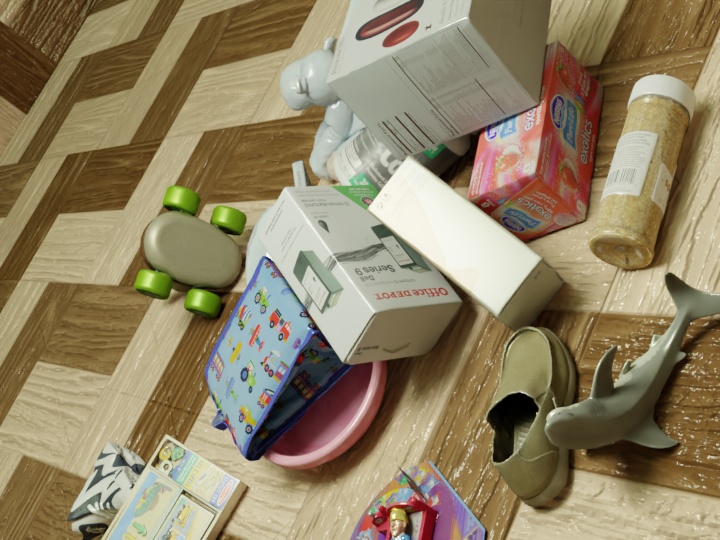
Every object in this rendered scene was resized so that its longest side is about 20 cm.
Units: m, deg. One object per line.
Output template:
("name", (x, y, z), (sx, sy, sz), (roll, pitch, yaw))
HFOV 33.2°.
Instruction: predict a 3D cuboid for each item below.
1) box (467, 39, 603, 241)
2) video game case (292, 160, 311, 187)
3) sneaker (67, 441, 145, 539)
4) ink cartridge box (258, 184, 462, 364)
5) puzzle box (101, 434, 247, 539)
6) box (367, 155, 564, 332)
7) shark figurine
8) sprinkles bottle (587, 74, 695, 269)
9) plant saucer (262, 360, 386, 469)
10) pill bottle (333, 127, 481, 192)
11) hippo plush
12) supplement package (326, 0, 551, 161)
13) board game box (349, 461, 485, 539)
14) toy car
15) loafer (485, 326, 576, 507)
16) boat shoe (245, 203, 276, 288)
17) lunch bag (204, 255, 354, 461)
("box", (0.200, -0.146, 1.373), (0.102, 0.094, 0.201), (-20, 43, 42))
("video game case", (-0.054, -0.033, 1.562), (0.018, 0.144, 0.201), (-16, 35, 3))
("sneaker", (-0.336, 0.328, 1.646), (0.130, 0.079, 0.199), (-59, 36, 0))
("ink cartridge box", (0.000, 0.000, 1.366), (0.201, 0.145, 0.084), (53, 128, 29))
("puzzle box", (-0.245, 0.323, 1.513), (0.132, 0.025, 0.201), (25, 78, 28))
("box", (0.112, -0.027, 1.291), (0.200, 0.095, 0.078), (41, 93, 30))
("shark figurine", (0.259, 0.110, 1.076), (0.214, 0.129, 0.089), (-42, 54, -15))
("sprinkles bottle", (0.288, -0.102, 1.234), (0.068, 0.068, 0.201), (-10, 52, 49))
("plant saucer", (-0.046, 0.144, 1.431), (0.199, 0.051, 0.202), (-23, 48, 28))
("pill bottle", (0.070, -0.167, 1.556), (0.200, 0.113, 0.114), (-42, 32, 19))
("hippo plush", (-0.041, -0.228, 1.722), (0.199, 0.160, 0.160), (0, 58, 54))
("supplement package", (0.095, -0.269, 1.392), (0.199, 0.147, 0.193), (-19, 43, 36))
("board game box", (0.036, 0.278, 1.218), (0.158, 0.039, 0.200), (-51, 30, 4))
("toy car", (-0.284, -0.020, 1.874), (0.200, 0.157, 0.166), (-12, 58, 63))
("loafer", (0.163, 0.128, 1.170), (0.076, 0.067, 0.201), (-32, 36, 31))
("boat shoe", (-0.108, 0.015, 1.547), (0.073, 0.065, 0.202), (9, 82, 24))
("lunch bag", (-0.113, 0.114, 1.420), (0.200, 0.094, 0.151), (-51, 44, 13))
